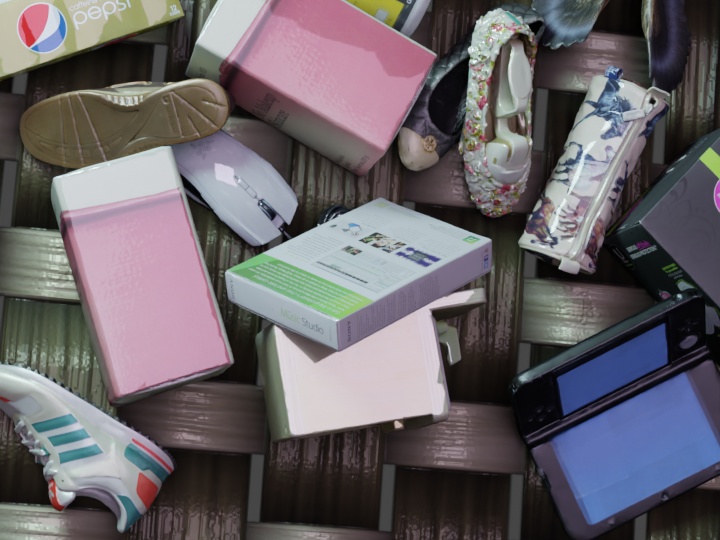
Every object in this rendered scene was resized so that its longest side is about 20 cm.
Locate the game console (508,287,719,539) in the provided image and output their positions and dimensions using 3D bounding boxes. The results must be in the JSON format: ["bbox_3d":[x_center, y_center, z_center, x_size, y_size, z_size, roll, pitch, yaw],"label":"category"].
[{"bbox_3d":[0.255,0.136,1.676,0.199,0.176,0.117,-27,60,-4],"label":"game console"}]

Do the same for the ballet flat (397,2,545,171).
[{"bbox_3d":[0.102,-0.179,1.723,0.066,0.057,0.200,43,76,-30],"label":"ballet flat"}]

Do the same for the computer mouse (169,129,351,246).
[{"bbox_3d":[-0.100,-0.063,1.682,0.200,0.044,0.110,40,78,-3],"label":"computer mouse"}]

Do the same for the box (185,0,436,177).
[{"bbox_3d":[-0.048,-0.189,1.665,0.199,0.128,0.109,29,79,-5],"label":"box"}]

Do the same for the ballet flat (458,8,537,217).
[{"bbox_3d":[0.133,-0.143,1.690,0.075,0.064,0.201,-11,108,-25],"label":"ballet flat"}]

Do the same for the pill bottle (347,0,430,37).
[{"bbox_3d":[-0.023,-0.305,1.694,0.199,0.112,0.113,24,79,-7],"label":"pill bottle"}]

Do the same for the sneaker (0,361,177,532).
[{"bbox_3d":[-0.267,0.159,1.608,0.199,0.070,0.094,31,72,-8],"label":"sneaker"}]

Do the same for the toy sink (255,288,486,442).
[{"bbox_3d":[0.016,0.092,1.640,0.199,0.130,0.113,-9,84,-12],"label":"toy sink"}]

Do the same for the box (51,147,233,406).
[{"bbox_3d":[-0.196,0.008,1.604,0.108,0.128,0.201,-16,85,-12],"label":"box"}]

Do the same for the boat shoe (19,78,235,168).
[{"bbox_3d":[-0.211,-0.140,1.662,0.199,0.072,0.073,-11,99,10],"label":"boat shoe"}]

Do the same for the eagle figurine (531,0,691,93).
[{"bbox_3d":[0.271,-0.292,1.756,0.152,0.150,0.201,37,115,34],"label":"eagle figurine"}]

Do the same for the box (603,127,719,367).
[{"bbox_3d":[0.358,-0.016,1.721,0.200,0.124,0.149,45,77,-3],"label":"box"}]

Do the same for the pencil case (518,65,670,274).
[{"bbox_3d":[0.222,-0.090,1.717,0.077,0.089,0.201,26,84,-12],"label":"pencil case"}]

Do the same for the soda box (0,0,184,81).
[{"bbox_3d":[-0.268,-0.228,1.651,0.199,0.068,0.064,-21,96,-16],"label":"soda box"}]

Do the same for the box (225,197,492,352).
[{"bbox_3d":[0.000,0.000,1.604,0.199,0.144,0.037,-25,125,-39],"label":"box"}]

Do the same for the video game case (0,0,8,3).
[{"bbox_3d":[-0.321,-0.330,1.690,0.200,0.018,0.144,-37,90,-13],"label":"video game case"}]
